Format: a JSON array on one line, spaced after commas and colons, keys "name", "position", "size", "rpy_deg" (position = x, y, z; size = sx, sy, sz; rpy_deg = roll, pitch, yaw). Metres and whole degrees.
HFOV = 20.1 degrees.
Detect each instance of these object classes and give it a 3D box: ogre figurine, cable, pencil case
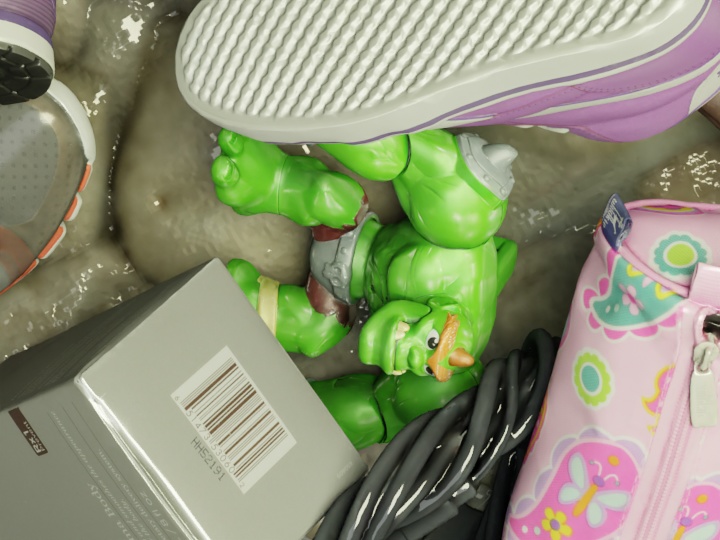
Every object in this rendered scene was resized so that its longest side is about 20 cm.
[{"name": "ogre figurine", "position": [0.000, 0.000, 0.830], "size": [0.119, 0.098, 0.201], "rpy_deg": [10, 104, 9]}, {"name": "cable", "position": [0.028, 0.111, 0.800], "size": [0.051, 0.200, 0.164], "rpy_deg": [37, 140, 22]}, {"name": "pencil case", "position": [0.103, 0.072, 0.744], "size": [0.087, 0.088, 0.201], "rpy_deg": [16, 116, 3]}]

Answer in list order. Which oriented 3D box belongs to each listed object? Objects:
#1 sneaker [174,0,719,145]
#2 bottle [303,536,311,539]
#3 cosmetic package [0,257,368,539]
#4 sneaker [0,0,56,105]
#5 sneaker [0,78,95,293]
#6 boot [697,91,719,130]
[{"name": "sneaker", "position": [0.039, -0.070, 0.744], "size": [0.199, 0.114, 0.073], "rpy_deg": [-4, 73, 20]}, {"name": "bottle", "position": [0.006, 0.184, 0.897], "size": [0.199, 0.065, 0.084], "rpy_deg": [30, 108, -2]}, {"name": "cosmetic package", "position": [-0.099, 0.078, 0.816], "size": [0.107, 0.090, 0.200], "rpy_deg": [53, 143, -8]}, {"name": "sneaker", "position": [-0.212, -0.112, 0.853], "size": [0.199, 0.076, 0.088], "rpy_deg": [-4, 71, 20]}, {"name": "sneaker", "position": [-0.191, -0.002, 0.862], "size": [0.077, 0.082, 0.200], "rpy_deg": [45, 106, -6]}, {"name": "boot", "position": [0.174, -0.034, 0.779], "size": [0.166, 0.072, 0.201], "rpy_deg": [31, 68, 2]}]
